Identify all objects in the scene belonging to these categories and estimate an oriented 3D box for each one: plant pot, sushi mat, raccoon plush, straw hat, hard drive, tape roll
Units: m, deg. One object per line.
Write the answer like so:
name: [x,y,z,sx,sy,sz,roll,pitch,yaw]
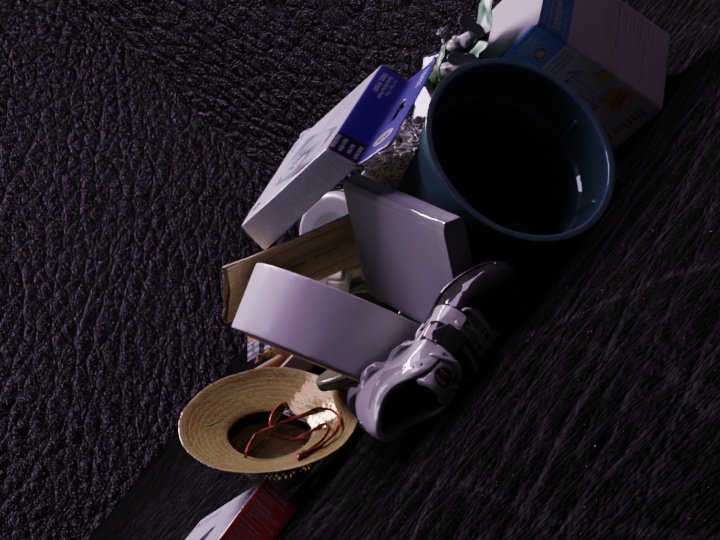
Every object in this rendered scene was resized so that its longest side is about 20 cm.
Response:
plant pot: [0.122,-0.073,1.441,0.201,0.200,0.196,-50,-2,-34]
sushi mat: [-0.057,-0.011,1.503,0.199,0.012,0.096,-24,-33,-25]
raccoon plush: [0.034,-0.132,1.596,0.197,0.098,0.134,-5,-7,-8]
straw hat: [-0.097,0.196,1.576,0.201,0.199,0.086,-53,-36,-50]
hard drive: [0.051,-0.011,1.403,0.026,0.133,0.200,-23,24,-22]
tape roll: [-0.024,0.062,1.417,0.202,0.201,0.071,166,126,-81]

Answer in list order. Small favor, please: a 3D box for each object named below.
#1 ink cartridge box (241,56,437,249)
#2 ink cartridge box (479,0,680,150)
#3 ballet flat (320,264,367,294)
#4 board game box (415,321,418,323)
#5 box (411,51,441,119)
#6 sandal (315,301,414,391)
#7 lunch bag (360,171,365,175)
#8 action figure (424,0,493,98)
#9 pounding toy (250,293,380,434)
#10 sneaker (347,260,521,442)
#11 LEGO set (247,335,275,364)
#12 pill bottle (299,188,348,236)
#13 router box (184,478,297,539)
ink cartridge box: [-0.021,-0.134,1.484,0.200,0.041,0.200,-38,15,34]
ink cartridge box: [0.241,-0.221,1.572,0.128,0.199,0.126,-41,25,46]
ballet flat: [0.000,0.000,1.652,0.197,0.073,0.072,-9,8,3]
board game box: [0.103,0.020,1.660,0.126,0.035,0.200,-48,6,-8]
box: [0.139,-0.163,1.726,0.147,0.104,0.202,-8,68,52]
sandal: [0.020,0.054,1.583,0.201,0.057,0.080,-47,11,-4]
lunch bag: [0.025,-0.032,1.965,0.200,0.170,0.122,-45,-3,17]
action figure: [0.099,-0.226,1.573,0.200,0.054,0.119,149,141,-80]
pounding toy: [-0.064,0.116,1.719,0.200,0.142,0.184,-45,5,13]
sneaker: [0.078,0.080,1.288,0.200,0.074,0.089,-47,21,4]
LEGO set: [-0.056,0.075,1.858,0.153,0.199,0.117,-27,56,40]
pill bottle: [0.025,-0.053,1.789,0.114,0.115,0.199,-43,-16,34]
router box: [-0.171,0.325,1.528,0.180,0.049,0.200,-51,6,-35]
